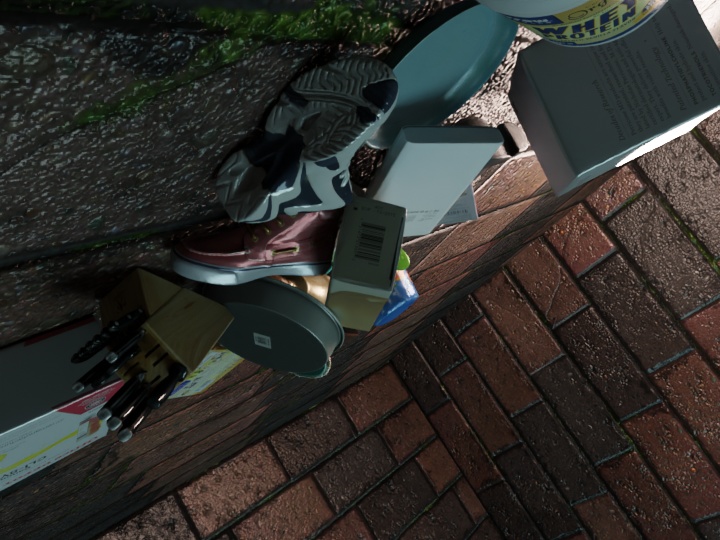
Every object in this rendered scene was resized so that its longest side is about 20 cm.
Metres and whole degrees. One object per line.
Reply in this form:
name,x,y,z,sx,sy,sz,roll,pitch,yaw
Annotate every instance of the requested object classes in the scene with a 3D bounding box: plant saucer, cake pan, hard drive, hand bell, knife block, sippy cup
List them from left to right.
knife block,-0.197,0.094,0.609,0.064,0.177,0.200,-36,146,13
cake pan,-0.120,0.076,0.782,0.201,0.198,0.037,126,-14,-56
hand bell,-0.113,0.018,0.856,0.103,0.105,0.200,-35,154,5
sippy cup,0.033,0.023,1.080,0.139,0.131,0.178,-35,168,3
hard drive,0.071,-0.103,0.739,0.130,0.027,0.200,-6,155,-25
plant saucer,0.076,-0.205,0.620,0.199,0.028,0.200,-34,167,-9

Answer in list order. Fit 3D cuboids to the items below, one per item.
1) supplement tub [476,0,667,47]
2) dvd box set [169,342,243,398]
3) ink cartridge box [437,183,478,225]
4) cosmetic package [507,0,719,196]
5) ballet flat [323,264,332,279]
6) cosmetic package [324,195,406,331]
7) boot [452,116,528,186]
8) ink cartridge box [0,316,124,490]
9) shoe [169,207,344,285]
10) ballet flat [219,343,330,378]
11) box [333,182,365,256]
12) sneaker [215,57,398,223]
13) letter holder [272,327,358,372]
supplement tub,0.136,-0.236,0.394,0.144,0.145,0.199,-43,165,32
dvd box set,-0.278,0.167,1.024,0.146,0.030,0.200,-38,166,8
ink cartridge box,0.105,-0.110,0.868,0.117,0.043,0.200,-9,167,13
cosmetic package,0.313,-0.222,0.753,0.198,0.169,0.167,-26,175,9
ballet flat,-0.077,0.045,1.002,0.199,0.071,0.069,-39,-164,15
cosmetic package,0.000,0.000,0.737,0.070,0.107,0.200,12,163,-2
boot,0.150,-0.153,0.913,0.198,0.070,0.173,-11,162,-46
ink cartridge box,-0.356,0.154,0.664,0.144,0.084,0.200,-25,163,-39
shoe,-0.106,-0.044,0.650,0.198,0.071,0.092,-3,122,-39
ballet flat,-0.126,0.108,0.912,0.064,0.197,0.077,-5,111,-71
box,-0.046,-0.057,0.815,0.144,0.037,0.200,-38,166,11
sneaker,-0.029,-0.114,0.560,0.199,0.080,0.129,-41,167,25
letter holder,-0.105,0.116,1.137,0.141,0.101,0.200,-34,167,6
